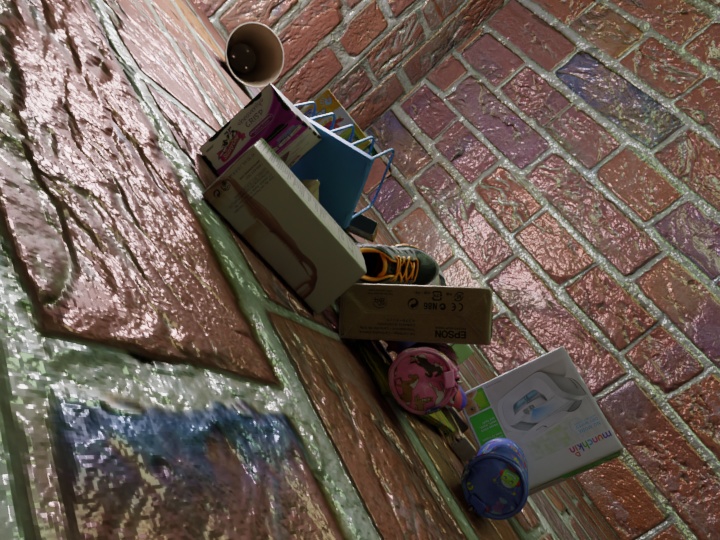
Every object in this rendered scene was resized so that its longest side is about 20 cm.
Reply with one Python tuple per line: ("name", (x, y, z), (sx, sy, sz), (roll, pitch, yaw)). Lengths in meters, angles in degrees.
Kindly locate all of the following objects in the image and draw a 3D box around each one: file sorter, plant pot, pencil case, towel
("file sorter", (-0.056, -0.202, 0.954), (0.199, 0.140, 0.122), (34, 36, 14))
("plant pot", (-0.364, -0.695, 1.696), (0.187, 0.187, 0.200), (46, -5, -29))
("pencil case", (0.186, 0.280, 0.708), (0.078, 0.087, 0.200), (49, 6, 21))
("towel", (0.069, 0.179, 0.755), (0.200, 0.018, 0.086), (42, 7, -43))
("pencil case", (0.092, 0.137, 0.709), (0.087, 0.083, 0.200), (47, 5, 10))

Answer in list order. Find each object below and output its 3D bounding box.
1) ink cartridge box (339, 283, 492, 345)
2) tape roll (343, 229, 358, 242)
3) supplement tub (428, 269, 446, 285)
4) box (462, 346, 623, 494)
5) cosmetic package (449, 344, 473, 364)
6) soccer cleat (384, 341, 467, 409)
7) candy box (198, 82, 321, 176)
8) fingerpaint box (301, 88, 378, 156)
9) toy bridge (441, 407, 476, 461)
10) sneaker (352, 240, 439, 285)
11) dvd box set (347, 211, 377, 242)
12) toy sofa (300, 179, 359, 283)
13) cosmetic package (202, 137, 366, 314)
("ink cartridge box", (0.085, 0.061, 0.733), (0.165, 0.197, 0.076), (21, 71, -74))
("tape roll", (0.000, 0.000, 1.033), (0.201, 0.048, 0.201), (50, 8, -10))
("supplement tub", (0.143, 0.039, 1.322), (0.141, 0.140, 0.200), (53, 8, 16))
("box", (0.288, 0.257, 0.856), (0.097, 0.198, 0.178), (50, 16, -56))
("cosmetic package", (0.136, 0.118, 1.077), (0.071, 0.105, 0.201), (43, 10, -40))
("soccer cleat", (0.107, 0.139, 0.843), (0.200, 0.077, 0.067), (43, 7, 5))
("candy box", (-0.142, -0.192, 0.787), (0.061, 0.136, 0.200), (50, 7, 0))
("fingerpaint box", (-0.090, -0.260, 1.140), (0.168, 0.199, 0.073), (52, 7, 16))
("toy bridge", (0.153, 0.245, 0.878), (0.067, 0.027, 0.200), (50, 8, -3))
("sneaker", (0.045, -0.004, 0.818), (0.197, 0.080, 0.077), (4, 5, -26))
("dvd box set", (-0.033, -0.106, 1.084), (0.145, 0.030, 0.200), (24, 0, 3))
("toy sofa", (-0.054, -0.046, 0.854), (0.200, 0.098, 0.083), (47, -9, -24))
("cosmetic package", (-0.090, -0.057, 0.652), (0.200, 0.087, 0.104), (48, 7, -16))
